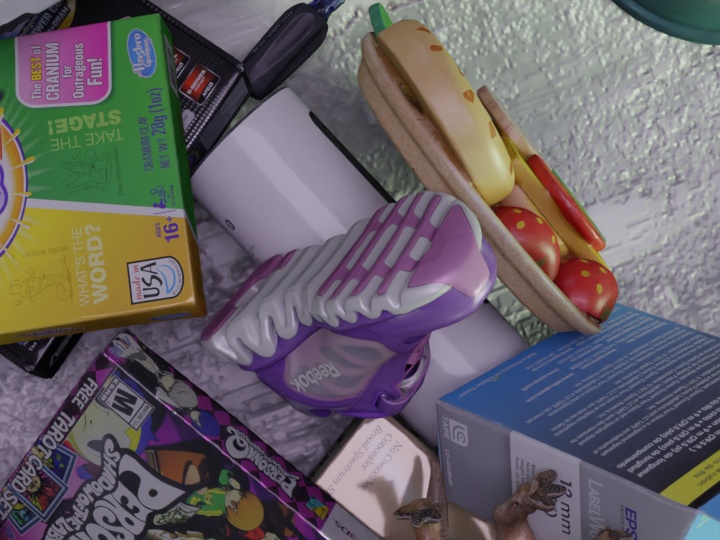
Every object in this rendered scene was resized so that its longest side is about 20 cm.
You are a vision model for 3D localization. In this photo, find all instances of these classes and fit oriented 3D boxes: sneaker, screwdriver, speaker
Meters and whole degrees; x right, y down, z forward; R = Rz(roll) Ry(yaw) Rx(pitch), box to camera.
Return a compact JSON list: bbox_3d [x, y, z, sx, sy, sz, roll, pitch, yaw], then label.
[{"bbox_3d":[0.007,0.027,0.731,0.089,0.200,0.081,50,57,-14],"label":"sneaker"},{"bbox_3d":[0.002,-0.174,0.870,0.028,0.029,0.200,43,81,0],"label":"screwdriver"},{"bbox_3d":[0.000,0.000,0.827,0.081,0.081,0.200,-43,89,-6],"label":"speaker"}]

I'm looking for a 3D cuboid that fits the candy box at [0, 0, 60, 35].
[{"bbox_3d":[-0.149,-0.219,0.780,0.199,0.168,0.072,-33,131,-12],"label":"candy box"}]

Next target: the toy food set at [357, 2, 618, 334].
[{"bbox_3d":[0.066,-0.053,0.783,0.049,0.198,0.200,-39,105,10],"label":"toy food set"}]

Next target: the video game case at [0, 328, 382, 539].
[{"bbox_3d":[-0.107,0.160,0.782,0.181,0.036,0.200,39,114,0],"label":"video game case"}]

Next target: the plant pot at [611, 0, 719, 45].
[{"bbox_3d":[0.220,-0.242,0.807,0.198,0.196,0.202,0,84,-5],"label":"plant pot"}]

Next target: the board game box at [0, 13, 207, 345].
[{"bbox_3d":[-0.187,-0.038,0.779,0.198,0.040,0.154,-9,80,1],"label":"board game box"}]

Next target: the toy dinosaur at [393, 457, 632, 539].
[{"bbox_3d":[0.072,0.175,0.691,0.085,0.200,0.137,-22,130,-31],"label":"toy dinosaur"}]

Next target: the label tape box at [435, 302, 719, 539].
[{"bbox_3d":[0.155,0.091,0.735,0.143,0.199,0.067,-24,122,-36],"label":"label tape box"}]

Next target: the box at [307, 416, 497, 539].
[{"bbox_3d":[0.054,0.169,0.819,0.200,0.078,0.095,38,84,-1],"label":"box"}]

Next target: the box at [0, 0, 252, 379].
[{"bbox_3d":[-0.179,-0.068,0.826,0.160,0.044,0.201,34,84,7],"label":"box"}]
